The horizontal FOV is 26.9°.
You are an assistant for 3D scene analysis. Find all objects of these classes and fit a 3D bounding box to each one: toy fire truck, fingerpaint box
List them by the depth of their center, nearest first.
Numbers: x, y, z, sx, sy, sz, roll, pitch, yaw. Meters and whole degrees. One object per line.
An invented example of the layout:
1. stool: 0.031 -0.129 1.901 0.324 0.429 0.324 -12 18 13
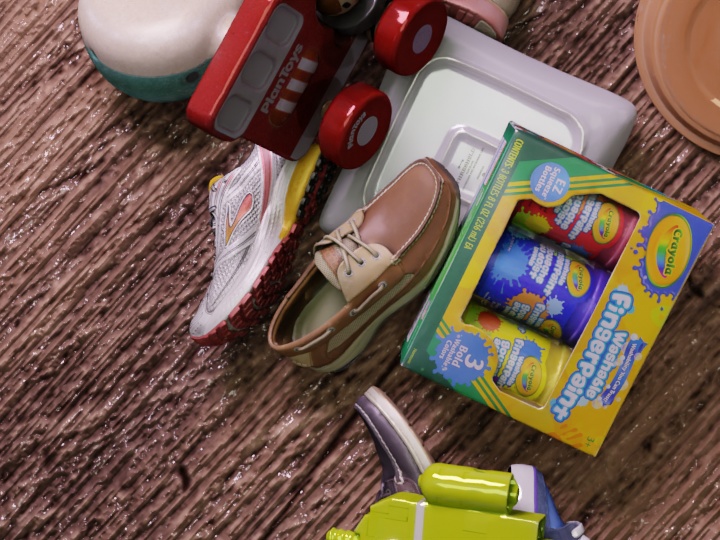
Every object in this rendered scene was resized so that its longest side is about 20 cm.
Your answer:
1. toy fire truck: -0.035 -0.176 1.121 0.112 0.168 0.200 33 96 25
2. fingerpaint box: 0.146 0.014 1.149 0.166 0.073 0.200 26 100 -3

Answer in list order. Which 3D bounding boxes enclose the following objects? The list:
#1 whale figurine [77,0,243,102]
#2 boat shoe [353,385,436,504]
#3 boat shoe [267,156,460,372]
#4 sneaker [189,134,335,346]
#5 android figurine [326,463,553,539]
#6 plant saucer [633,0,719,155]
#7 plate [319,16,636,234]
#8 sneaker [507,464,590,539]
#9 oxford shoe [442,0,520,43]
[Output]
1. whale figurine: -0.130 -0.211 1.227 0.200 0.104 0.159 -33 58 -21
2. boat shoe: 0.043 0.187 1.177 0.065 0.072 0.200 -30 89 -3
3. boat shoe: 0.000 0.000 1.160 0.200 0.074 0.076 -55 51 21
4. sneaker: -0.090 -0.032 1.214 0.082 0.078 0.200 22 78 11
5. android figurine: 0.068 0.234 1.119 0.199 0.041 0.183 8 94 16
6. plant saucer: 0.308 -0.175 1.153 0.200 0.032 0.201 9 117 17
7. plate: 0.090 -0.081 1.198 0.200 0.032 0.200 26 98 5
8. sneaker: 0.191 0.242 1.157 0.146 0.081 0.201 -7 82 -1
9. oxford shoe: 0.040 -0.257 1.228 0.200 0.071 0.074 30 73 1
